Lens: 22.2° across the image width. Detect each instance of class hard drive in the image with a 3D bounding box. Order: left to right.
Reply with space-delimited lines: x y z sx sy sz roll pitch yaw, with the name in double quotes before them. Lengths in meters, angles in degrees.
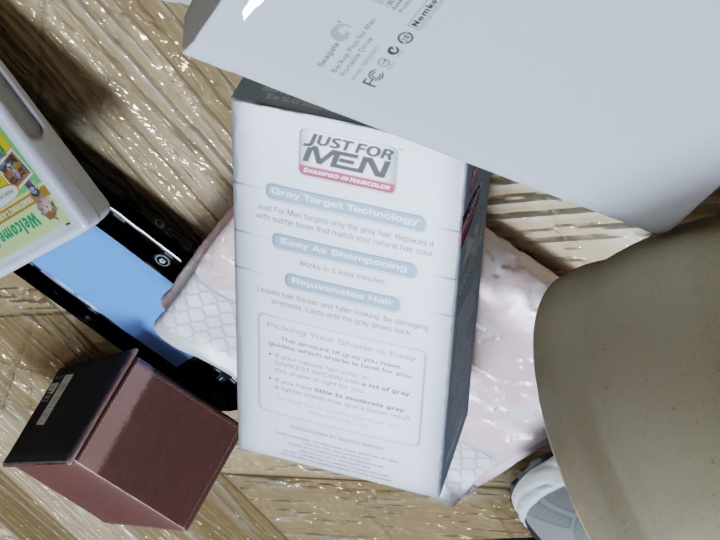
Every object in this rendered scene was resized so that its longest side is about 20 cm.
"hard drive" 0.058 -0.085 0.612 0.199 0.026 0.132 18 139 -24

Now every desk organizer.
"desk organizer" -0.142 0.102 1.070 0.077 0.072 0.200 34 164 -14

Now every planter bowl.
"planter bowl" 0.178 0.057 0.690 0.134 0.201 0.200 -32 119 27

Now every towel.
"towel" 0.014 0.030 0.891 0.199 0.032 0.191 32 142 -11

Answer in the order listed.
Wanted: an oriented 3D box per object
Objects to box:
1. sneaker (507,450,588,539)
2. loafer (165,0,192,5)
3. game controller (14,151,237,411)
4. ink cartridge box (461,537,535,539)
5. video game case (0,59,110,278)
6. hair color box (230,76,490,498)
"sneaker" 0.124 0.110 0.868 0.080 0.073 0.200 64 166 16
"loafer" -0.021 -0.133 0.667 0.198 0.072 0.063 12 131 14
"game controller" -0.122 0.004 0.977 0.199 0.042 0.104 37 149 -17
"ink cartridge box" 0.146 0.196 0.953 0.199 0.085 0.145 7 177 32
"video game case" -0.226 -0.074 0.913 0.183 0.022 0.199 54 144 -11
"hair color box" 0.000 0.000 0.791 0.098 0.061 0.201 13 133 11
